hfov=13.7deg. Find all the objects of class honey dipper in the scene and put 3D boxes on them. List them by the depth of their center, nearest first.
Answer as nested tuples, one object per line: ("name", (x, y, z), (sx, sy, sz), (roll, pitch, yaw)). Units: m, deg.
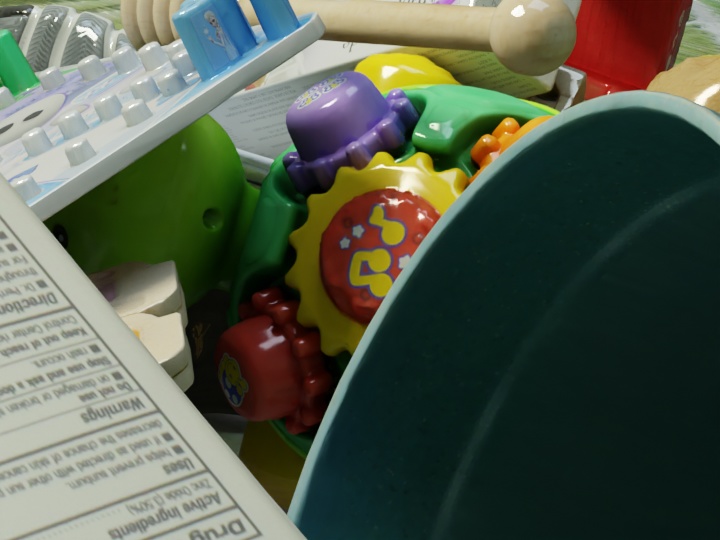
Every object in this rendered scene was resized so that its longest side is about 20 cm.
("honey dipper", (-0.005, -0.069, 0.839), (0.038, 0.038, 0.200), (-1, 8, -32))

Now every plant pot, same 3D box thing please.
("plant pot", (0.103, 0.089, 0.601), (0.188, 0.200, 0.200), (20, 10, -24))

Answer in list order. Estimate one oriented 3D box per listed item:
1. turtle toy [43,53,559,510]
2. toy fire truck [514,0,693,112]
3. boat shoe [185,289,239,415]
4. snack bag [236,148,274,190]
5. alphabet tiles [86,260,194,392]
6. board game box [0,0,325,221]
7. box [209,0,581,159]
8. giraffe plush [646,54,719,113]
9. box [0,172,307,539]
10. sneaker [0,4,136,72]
("turtle toy", (0.000, 0.000, 0.880), (0.200, 0.146, 0.101), (13, -7, 22))
("toy fire truck", (0.062, -0.040, 0.986), (0.049, 0.200, 0.141), (19, 17, 11))
("boat shoe", (-0.082, 0.014, 0.973), (0.200, 0.072, 0.068), (5, 6, -43))
("snack bag", (-0.070, -0.022, 1.062), (0.188, 0.021, 0.200), (2, -8, 38))
("alphabet tiles", (-0.139, 0.043, 0.766), (0.200, 0.015, 0.196), (-18, 17, -1))
("board game box", (-0.136, -0.022, 0.844), (0.200, 0.026, 0.200), (-36, 16, -28))
("box", (-0.009, -0.068, 0.994), (0.041, 0.039, 0.200), (32, -25, -29))
("giraffe plush", (0.149, 0.002, 1.009), (0.200, 0.173, 0.162), (10, 5, -20))
("box", (-0.124, 0.041, 0.594), (0.128, 0.109, 0.200), (-17, 58, -45))
("sneaker", (-0.068, -0.049, 1.208), (0.200, 0.075, 0.115), (15, -5, 20))
